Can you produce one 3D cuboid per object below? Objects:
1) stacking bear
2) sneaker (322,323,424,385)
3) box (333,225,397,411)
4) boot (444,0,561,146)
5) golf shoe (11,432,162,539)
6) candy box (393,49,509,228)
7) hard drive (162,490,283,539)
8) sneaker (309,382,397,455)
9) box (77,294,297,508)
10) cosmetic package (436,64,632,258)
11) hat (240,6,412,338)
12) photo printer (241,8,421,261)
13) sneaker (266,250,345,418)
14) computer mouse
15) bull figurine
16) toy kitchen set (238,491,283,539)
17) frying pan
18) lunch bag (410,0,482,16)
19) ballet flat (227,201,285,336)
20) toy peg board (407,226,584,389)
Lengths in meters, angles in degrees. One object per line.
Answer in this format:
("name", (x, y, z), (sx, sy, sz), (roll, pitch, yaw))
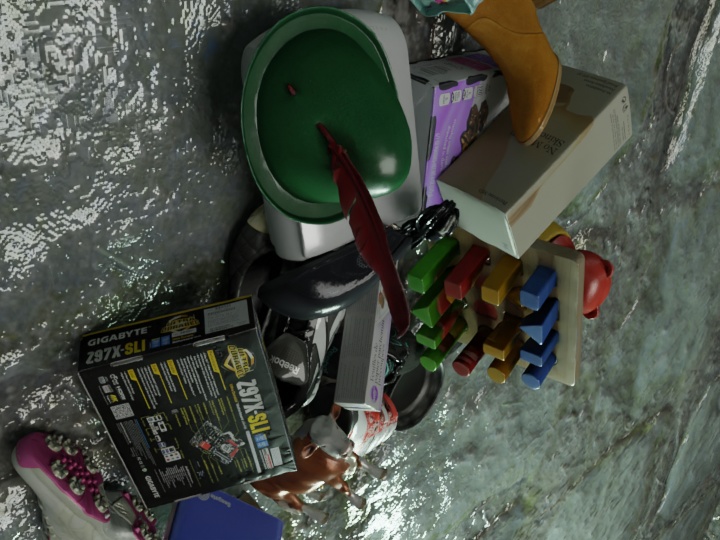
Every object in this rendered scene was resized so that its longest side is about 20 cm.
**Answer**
("stacking bear", (0.217, -0.015, 0.952), (0.112, 0.199, 0.124), (0, 116, -45))
("sneaker", (0.022, 0.112, 0.924), (0.198, 0.079, 0.077), (3, 107, -49))
("box", (0.009, 0.046, 0.824), (0.039, 0.041, 0.204), (37, 55, -55))
("boot", (0.126, -0.236, 0.758), (0.141, 0.071, 0.206), (13, 78, -23))
("golf shoe", (-0.265, 0.229, 0.710), (0.091, 0.076, 0.202), (-31, 128, -2))
("candy box", (0.119, -0.149, 0.861), (0.198, 0.071, 0.171), (-22, 129, -36))
("hard drive", (-0.148, 0.326, 0.781), (0.131, 0.202, 0.025), (33, 126, -23))
("sneaker", (-0.003, 0.171, 0.928), (0.107, 0.067, 0.203), (-33, 152, -29))
("box", (-0.154, 0.130, 0.722), (0.157, 0.050, 0.203), (-15, 129, -6))
("cosmetic package", (0.185, -0.120, 0.812), (0.200, 0.105, 0.072), (-46, 138, -15))
("hat", (0.021, -0.096, 0.583), (0.164, 0.175, 0.204), (-24, 117, -31))
("photo printer", (-0.022, -0.130, 0.702), (0.165, 0.069, 0.204), (-23, 116, -35))
("sneaker", (-0.064, 0.073, 0.800), (0.091, 0.065, 0.203), (-49, 156, -66))
("computer mouse", (0.000, 0.000, 0.726), (0.197, 0.138, 0.054), (-25, 91, -12))
("bull figurine", (-0.048, 0.217, 0.852), (0.121, 0.199, 0.066), (44, 47, -16))
("toy kitchen set", (-0.138, 0.362, 0.827), (0.180, 0.199, 0.165), (-40, 139, -19))
("frying pan", (0.089, 0.130, 1.047), (0.114, 0.031, 0.193), (22, 95, -51))
("lunch bag", (0.061, -0.343, 0.633), (0.199, 0.122, 0.171), (41, 88, -27))
("ballet flat", (-0.102, 0.029, 0.758), (0.066, 0.056, 0.204), (-3, 116, -45))
("toy peg board", (0.151, 0.057, 0.911), (0.098, 0.197, 0.203), (-45, 140, -33))
